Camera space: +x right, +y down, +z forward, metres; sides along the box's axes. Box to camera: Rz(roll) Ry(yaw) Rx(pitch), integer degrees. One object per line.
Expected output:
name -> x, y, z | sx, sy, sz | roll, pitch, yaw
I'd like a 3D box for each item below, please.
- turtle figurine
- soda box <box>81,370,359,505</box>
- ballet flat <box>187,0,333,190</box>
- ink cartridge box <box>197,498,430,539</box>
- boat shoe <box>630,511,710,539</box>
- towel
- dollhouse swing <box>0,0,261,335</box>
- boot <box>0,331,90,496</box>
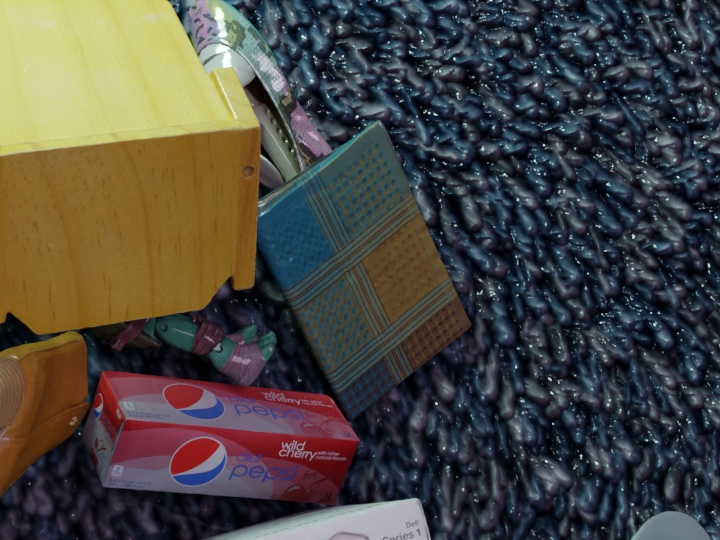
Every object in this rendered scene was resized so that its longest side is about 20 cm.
turtle figurine -> -0.164, 0.016, 1.525 | 0.200, 0.150, 0.101 | 34, 101, -19
soda box -> -0.106, 0.129, 1.524 | 0.199, 0.070, 0.064 | 7, 116, -29
ballet flat -> -0.086, -0.127, 1.607 | 0.200, 0.069, 0.071 | 56, 46, -7
ink cartridge box -> -0.048, 0.227, 1.479 | 0.145, 0.200, 0.085 | -12, 87, -24
boat shoe -> 0.230, 0.275, 1.665 | 0.074, 0.068, 0.199 | 42, 42, 1
towel -> 0.000, 0.000, 1.619 | 0.146, 0.022, 0.201 | -36, 113, -25
dollhouse swing -> -0.196, -0.083, 1.423 | 0.199, 0.176, 0.183 | -9, 121, -23
boot -> -0.265, 0.145, 1.471 | 0.071, 0.202, 0.144 | 30, 23, 22
